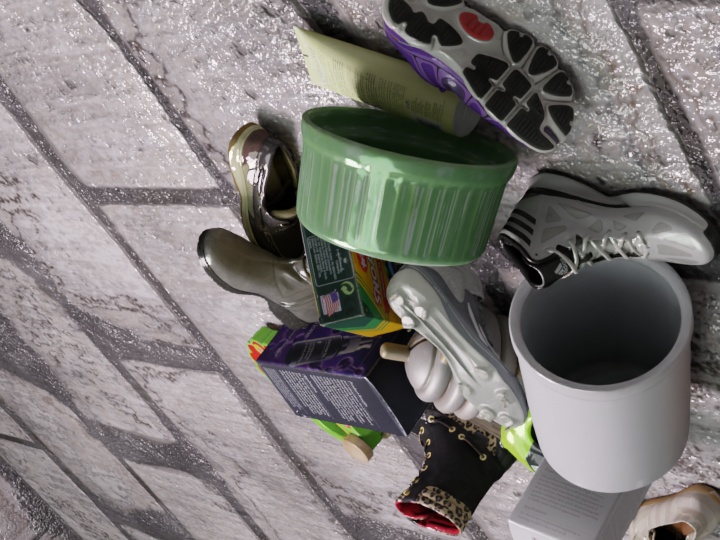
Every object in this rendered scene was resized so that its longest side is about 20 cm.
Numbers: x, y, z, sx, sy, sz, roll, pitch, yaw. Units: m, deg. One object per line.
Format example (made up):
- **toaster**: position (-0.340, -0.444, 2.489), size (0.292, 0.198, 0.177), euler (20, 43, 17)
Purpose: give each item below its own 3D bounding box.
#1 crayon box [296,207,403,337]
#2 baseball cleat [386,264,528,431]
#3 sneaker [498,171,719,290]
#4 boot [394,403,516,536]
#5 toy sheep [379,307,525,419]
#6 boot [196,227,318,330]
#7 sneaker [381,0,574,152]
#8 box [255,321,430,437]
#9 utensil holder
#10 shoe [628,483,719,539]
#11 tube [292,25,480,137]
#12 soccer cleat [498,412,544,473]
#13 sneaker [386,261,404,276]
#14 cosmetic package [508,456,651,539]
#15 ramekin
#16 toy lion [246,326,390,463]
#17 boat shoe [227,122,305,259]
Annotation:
- **crayon box**: position (0.000, 0.000, 1.428), size (0.051, 0.127, 0.200), euler (-15, 170, 15)
- **baseball cleat**: position (0.115, 0.063, 1.373), size (0.200, 0.106, 0.070), euler (50, 139, -10)
- **sneaker**: position (0.217, -0.015, 1.221), size (0.200, 0.115, 0.076), euler (16, 145, 34)
- **boot**: position (0.090, 0.242, 1.711), size (0.200, 0.151, 0.073), euler (20, 147, 29)
- **toy sheep**: position (0.119, 0.099, 1.484), size (0.199, 0.138, 0.138), euler (14, 154, -10)
- **boot**: position (-0.076, -0.006, 1.528), size (0.130, 0.068, 0.200), euler (-20, 140, 37)
- **sneaker**: position (0.103, -0.176, 1.178), size (0.200, 0.081, 0.083), euler (42, 166, 10)
- **box**: position (0.002, 0.099, 1.604), size (0.200, 0.148, 0.104), euler (2, 136, 45)
- **utensil holder**: position (0.241, 0.100, 1.316), size (0.170, 0.170, 0.200), euler (20, 150, 29)
- **shoe**: position (0.363, 0.305, 1.599), size (0.070, 0.053, 0.200), euler (35, 152, 4)
- **tube**: position (0.021, -0.180, 1.277), size (0.200, 0.052, 0.058), euler (23, 109, 31)
- **soccer cleat**: position (0.254, 0.238, 1.617), size (0.200, 0.068, 0.081), euler (42, 139, -7)
- **sneaker**: position (0.072, -0.037, 1.399), size (0.083, 0.071, 0.200), euler (29, 148, 28)
- **cosmetic package**: position (0.250, 0.224, 1.449), size (0.101, 0.200, 0.074), euler (18, 146, 33)
- **ramekin**: position (0.036, -0.077, 1.229), size (0.200, 0.200, 0.098), euler (21, 109, 28)
- **toy lion**: position (-0.069, 0.163, 1.880), size (0.191, 0.069, 0.200), euler (16, 146, 46)
- **boat shoe**: position (-0.095, -0.075, 1.528), size (0.065, 0.073, 0.200), euler (29, 152, 37)
